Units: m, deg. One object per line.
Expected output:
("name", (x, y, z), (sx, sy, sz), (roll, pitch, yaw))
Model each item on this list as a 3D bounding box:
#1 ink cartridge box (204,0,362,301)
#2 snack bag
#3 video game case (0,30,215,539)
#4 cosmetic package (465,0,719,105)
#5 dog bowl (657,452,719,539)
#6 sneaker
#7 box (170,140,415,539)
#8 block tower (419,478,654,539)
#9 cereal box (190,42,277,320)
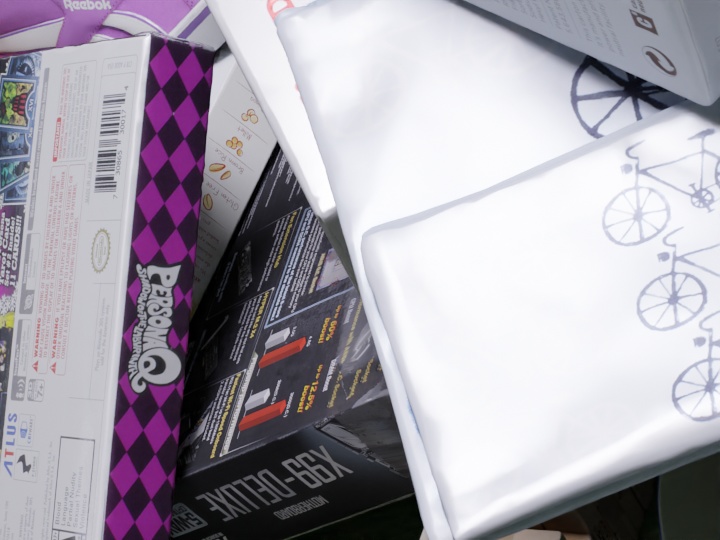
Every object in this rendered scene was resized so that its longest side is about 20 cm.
("ink cartridge box", (0.054, -0.097, 0.707), (0.199, 0.084, 0.145), (-30, 58, 3))
("snack bag", (0.080, -0.039, 0.597), (0.187, 0.021, 0.201), (-23, 54, 8))
("video game case", (-0.126, 0.018, 0.827), (0.181, 0.036, 0.202), (-1, 83, 52))
("cosmetic package", (0.046, -0.134, 0.623), (0.199, 0.074, 0.102), (29, 70, 37))
("dog bowl", (0.192, 0.072, 0.650), (0.199, 0.079, 0.201), (-17, 44, 18))
("sneaker", (-0.112, -0.133, 0.898), (0.200, 0.114, 0.073), (-22, 37, 45))
("box", (0.000, 0.000, 0.814), (0.157, 0.050, 0.201), (-25, 36, 43))
("block tower", (0.058, 0.091, 0.735), (0.057, 0.054, 0.201), (0, 52, 33))
("cereal box", (-0.086, -0.048, 0.921), (0.143, 0.039, 0.201), (-16, 43, 53))
